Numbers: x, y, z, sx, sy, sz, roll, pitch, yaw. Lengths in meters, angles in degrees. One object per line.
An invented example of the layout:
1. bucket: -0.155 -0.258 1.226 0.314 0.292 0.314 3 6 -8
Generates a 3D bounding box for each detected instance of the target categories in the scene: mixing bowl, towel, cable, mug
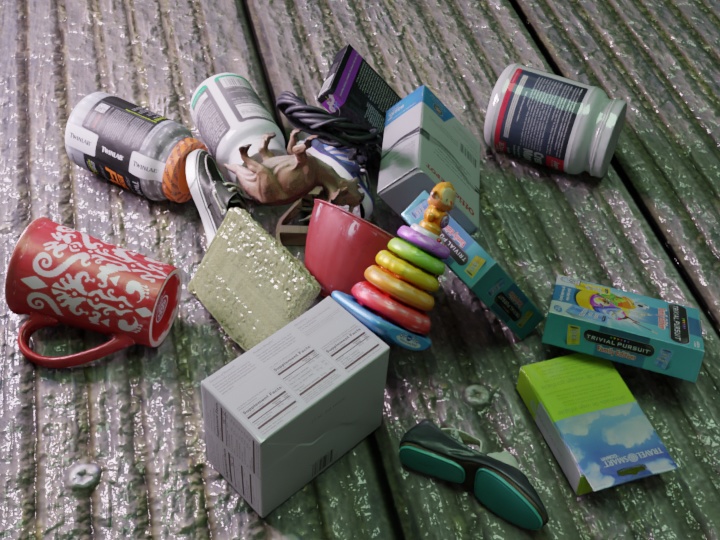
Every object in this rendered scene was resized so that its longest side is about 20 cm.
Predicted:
1. mixing bowl: 0.000 0.000 1.409 0.199 0.200 0.109 28 86 22
2. towel: -0.144 0.020 1.406 0.200 0.149 0.036 41 17 33
3. cable: -0.046 -0.210 1.498 0.162 0.200 0.051 32 92 0
4. mug: -0.351 0.042 1.396 0.198 0.180 0.133 16 9 7

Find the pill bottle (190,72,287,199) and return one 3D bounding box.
1. pill bottle: -0.184 -0.208 1.636 0.112 0.114 0.201 -16 48 -18

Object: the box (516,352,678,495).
1. box: 0.290 0.192 1.310 0.120 0.048 0.201 -12 46 -14

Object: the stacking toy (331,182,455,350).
1. stacking toy: 0.066 -0.014 1.277 0.116 0.202 0.109 24 5 -46

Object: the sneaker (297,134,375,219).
1. sneaker: -0.002 -0.169 1.630 0.146 0.081 0.200 -29 48 -23

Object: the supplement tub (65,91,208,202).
1. supplement tub: -0.336 -0.183 1.595 0.198 0.123 0.123 24 48 20

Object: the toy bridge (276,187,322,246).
1. toy bridge: -0.090 -0.052 1.547 0.066 0.027 0.201 1 45 -1

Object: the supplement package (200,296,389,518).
1. supplement package: -0.076 0.159 1.245 0.199 0.157 0.111 -33 57 -31

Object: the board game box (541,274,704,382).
1. board game box: 0.347 0.072 1.395 0.197 0.048 0.151 14 21 10

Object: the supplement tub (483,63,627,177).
1. supplement tub: 0.308 -0.236 1.674 0.198 0.141 0.141 21 47 17

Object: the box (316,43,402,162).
1. box: 0.025 -0.242 1.647 0.200 0.036 0.144 42 36 -19

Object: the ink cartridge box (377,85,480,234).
1. ink cartridge box: 0.105 -0.152 1.569 0.083 0.145 0.201 -29 34 30

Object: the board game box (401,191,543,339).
1. board game box: 0.150 -0.004 1.395 0.047 0.200 0.151 -44 55 4

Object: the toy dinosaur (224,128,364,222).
1. toy dinosaur: -0.102 -0.125 1.502 0.197 0.137 0.086 -6 18 11

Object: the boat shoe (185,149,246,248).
1. boat shoe: -0.193 -0.091 1.510 0.063 0.071 0.202 -27 70 21

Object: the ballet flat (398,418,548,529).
1. ballet flat: 0.141 0.232 1.249 0.198 0.074 0.073 23 48 22
